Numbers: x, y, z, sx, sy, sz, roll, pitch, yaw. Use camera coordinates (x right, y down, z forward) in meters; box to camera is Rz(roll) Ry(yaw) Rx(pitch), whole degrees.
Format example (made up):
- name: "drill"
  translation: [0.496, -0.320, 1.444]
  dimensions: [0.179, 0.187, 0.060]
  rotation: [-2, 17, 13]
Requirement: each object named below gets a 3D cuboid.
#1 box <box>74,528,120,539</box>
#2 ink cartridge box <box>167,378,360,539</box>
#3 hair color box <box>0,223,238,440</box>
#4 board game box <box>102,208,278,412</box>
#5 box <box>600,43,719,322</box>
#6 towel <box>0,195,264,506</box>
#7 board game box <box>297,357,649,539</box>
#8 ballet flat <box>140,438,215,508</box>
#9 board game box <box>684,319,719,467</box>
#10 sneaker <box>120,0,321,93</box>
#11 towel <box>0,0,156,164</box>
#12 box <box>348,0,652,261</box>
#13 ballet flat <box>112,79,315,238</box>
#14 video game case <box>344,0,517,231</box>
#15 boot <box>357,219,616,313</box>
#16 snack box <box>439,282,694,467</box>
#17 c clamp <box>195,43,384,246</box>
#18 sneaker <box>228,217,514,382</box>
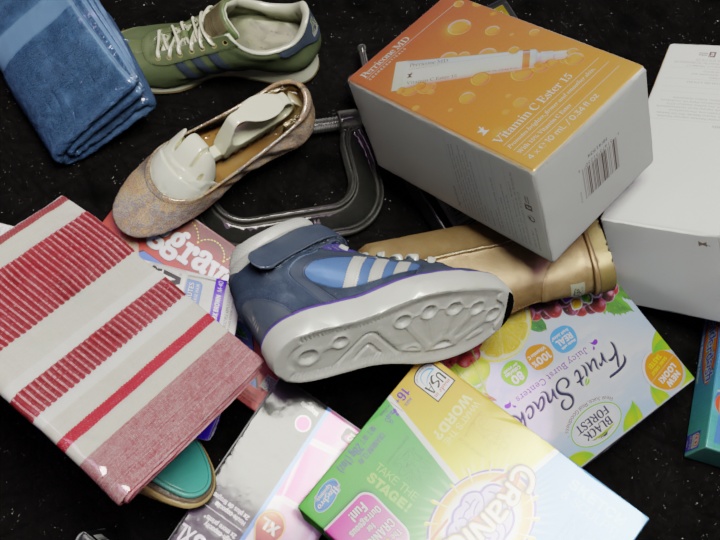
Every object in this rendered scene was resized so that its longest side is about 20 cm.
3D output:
- name: "box"
  translation: [-0.147, 0.294, 0.675]
  dimensions: [0.199, 0.079, 0.142]
  rotation: [35, 77, 5]
- name: "ink cartridge box"
  translation: [-0.078, 0.188, 0.751]
  dimensions: [0.094, 0.037, 0.201]
  rotation: [34, 75, 2]
- name: "hair color box"
  translation: [-0.193, 0.044, 0.728]
  dimensions: [0.198, 0.065, 0.110]
  rotation: [13, 48, -11]
- name: "board game box"
  translation: [-0.135, 0.021, 0.817]
  dimensions: [0.199, 0.019, 0.103]
  rotation: [34, 75, 5]
- name: "box"
  translation: [0.292, -0.078, 0.852]
  dimensions: [0.097, 0.125, 0.201]
  rotation: [11, 60, 31]
- name: "towel"
  translation: [-0.183, 0.047, 0.674]
  dimensions: [0.200, 0.023, 0.144]
  rotation: [39, 50, 10]
- name: "board game box"
  translation: [0.079, 0.177, 0.708]
  dimensions: [0.199, 0.040, 0.153]
  rotation: [35, 72, 20]
- name: "ballet flat"
  translation: [-0.190, 0.116, 0.756]
  dimensions: [0.200, 0.063, 0.068]
  rotation: [42, 41, 14]
- name: "board game box"
  translation: [0.374, 0.086, 0.864]
  dimensions: [0.151, 0.045, 0.202]
  rotation: [17, 68, -2]
- name: "sneaker"
  translation: [-0.131, -0.208, 0.874]
  dimensions: [0.198, 0.090, 0.068]
  rotation: [-3, 70, -9]
- name: "towel"
  translation: [-0.267, -0.199, 0.855]
  dimensions: [0.111, 0.049, 0.201]
  rotation: [-35, 77, 9]
- name: "box"
  translation: [0.108, -0.118, 0.776]
  dimensions: [0.124, 0.098, 0.199]
  rotation: [-43, 49, -17]
- name: "ballet flat"
  translation: [-0.120, -0.101, 0.815]
  dimensions: [0.200, 0.067, 0.068]
  rotation: [-38, 80, -22]
- name: "video game case"
  translation: [0.111, -0.127, 0.903]
  dimensions: [0.180, 0.026, 0.201]
  rotation: [-30, 84, -18]
- name: "boot"
  translation: [0.093, -0.032, 0.824]
  dimensions: [0.198, 0.066, 0.176]
  rotation: [-14, 56, 0]
- name: "snack box"
  translation: [0.155, 0.093, 0.822]
  dimensions: [0.199, 0.053, 0.143]
  rotation: [-33, 77, -18]
- name: "c clamp"
  translation: [-0.062, -0.102, 0.882]
  dimensions: [0.198, 0.027, 0.172]
  rotation: [-16, 78, -15]
- name: "sneaker"
  translation: [0.000, 0.000, 0.746]
  dimensions: [0.198, 0.081, 0.147]
  rotation: [-11, 45, -18]
